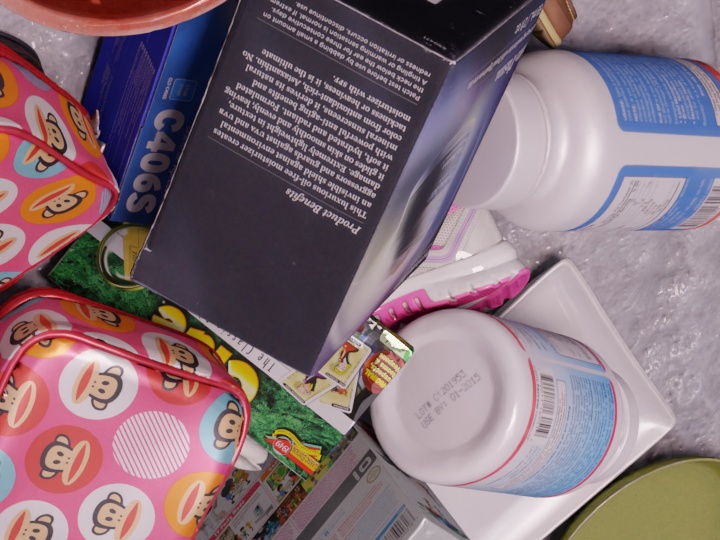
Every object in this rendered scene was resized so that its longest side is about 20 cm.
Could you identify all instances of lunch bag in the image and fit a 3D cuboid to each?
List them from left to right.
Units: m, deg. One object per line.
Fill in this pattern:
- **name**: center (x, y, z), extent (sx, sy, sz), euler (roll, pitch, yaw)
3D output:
- **lunch bag**: center (-0.231, -0.029, 1.143), extent (0.200, 0.082, 0.176), euler (-30, 154, 12)
- **lunch bag**: center (-0.176, 0.116, 1.214), extent (0.176, 0.082, 0.200), euler (21, 104, -28)

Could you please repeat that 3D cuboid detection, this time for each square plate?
- **square plate**: center (0.104, 0.109, 1.495), extent (0.200, 0.028, 0.198), euler (-40, 130, -2)

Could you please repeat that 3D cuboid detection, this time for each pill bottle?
- **pill bottle**: center (0.100, 0.089, 1.368), extent (0.109, 0.109, 0.200), euler (-56, 149, 11)
- **pill bottle**: center (0.140, -0.080, 1.326), extent (0.200, 0.112, 0.112), euler (0, 119, -41)

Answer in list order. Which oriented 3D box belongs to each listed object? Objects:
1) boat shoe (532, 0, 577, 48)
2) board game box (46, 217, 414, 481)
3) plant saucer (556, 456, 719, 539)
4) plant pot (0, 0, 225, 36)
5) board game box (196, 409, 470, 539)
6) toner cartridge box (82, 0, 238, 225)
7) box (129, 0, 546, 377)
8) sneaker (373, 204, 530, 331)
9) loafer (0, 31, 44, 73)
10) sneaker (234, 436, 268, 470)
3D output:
- **boat shoe**: center (0.086, -0.210, 1.258), extent (0.068, 0.072, 0.200), euler (-42, 133, -5)
- **board game box**: center (-0.077, 0.025, 1.281), extent (0.200, 0.023, 0.105), euler (38, 99, -8)
- **plant saucer**: center (0.212, 0.214, 1.613), extent (0.200, 0.031, 0.200), euler (-17, 129, -22)
- **plant pot**: center (-0.140, -0.242, 1.031), extent (0.201, 0.195, 0.201), euler (-14, 124, -21)
- **board game box**: center (-0.028, 0.167, 1.344), extent (0.064, 0.200, 0.148), euler (34, 100, -38)
- **toner cartridge box**: center (-0.100, -0.131, 1.164), extent (0.043, 0.095, 0.200), euler (5, 125, -27)
- **box**: center (-0.005, -0.079, 1.172), extent (0.198, 0.123, 0.200), euler (-65, 170, 27)
- **sneaker**: center (0.000, 0.000, 1.343), extent (0.200, 0.088, 0.081), euler (-17, 166, 0)
- **loafer**: center (-0.257, -0.094, 1.142), extent (0.200, 0.063, 0.072), euler (1, 117, -30)
- **sneaker**: center (-0.136, 0.094, 1.308), extent (0.200, 0.073, 0.071), euler (2, 78, -31)
